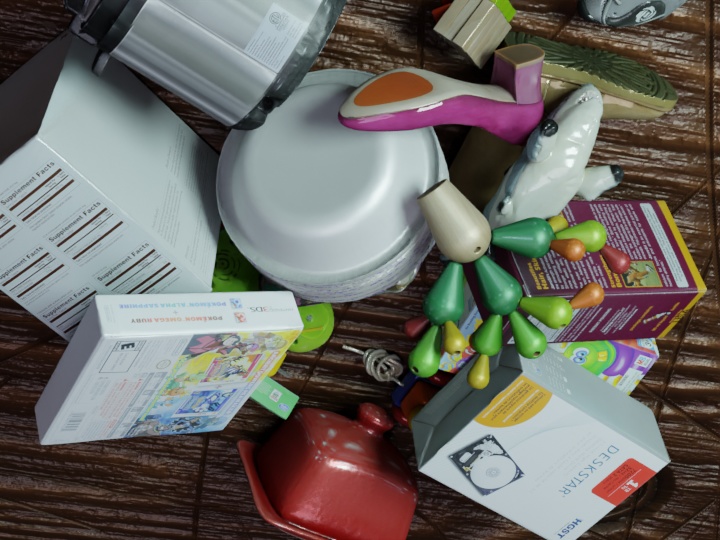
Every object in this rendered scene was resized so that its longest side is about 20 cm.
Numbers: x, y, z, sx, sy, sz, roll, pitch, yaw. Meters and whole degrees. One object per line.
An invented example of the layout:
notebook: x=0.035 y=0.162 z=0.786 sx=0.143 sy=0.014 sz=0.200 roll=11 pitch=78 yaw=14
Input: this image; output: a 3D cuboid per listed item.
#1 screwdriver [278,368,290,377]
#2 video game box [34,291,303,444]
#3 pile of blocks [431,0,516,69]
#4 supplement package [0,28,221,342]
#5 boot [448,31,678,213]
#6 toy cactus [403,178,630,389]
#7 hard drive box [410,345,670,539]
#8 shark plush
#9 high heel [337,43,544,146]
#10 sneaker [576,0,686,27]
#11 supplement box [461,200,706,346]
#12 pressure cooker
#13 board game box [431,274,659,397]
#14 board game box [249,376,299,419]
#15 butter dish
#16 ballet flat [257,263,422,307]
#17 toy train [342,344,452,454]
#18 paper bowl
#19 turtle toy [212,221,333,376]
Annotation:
screwdriver: x=-0.152 y=0.066 z=1.303 sx=0.200 sy=0.028 sz=0.029 roll=41 pitch=88 yaw=-25
video game box: x=-0.171 y=0.086 z=1.087 sx=0.182 sy=0.047 sz=0.200 roll=2 pitch=147 yaw=-31
pile of blocks: x=0.115 y=-0.271 z=1.035 sx=0.062 sy=0.082 sz=0.200 roll=38 pitch=118 yaw=23
supplement package: x=-0.241 y=-0.067 z=1.093 sx=0.147 sy=0.192 sz=0.200 roll=-32 pitch=122 yaw=23
boot: x=0.177 y=-0.111 z=1.154 sx=0.175 sy=0.066 sz=0.200 roll=17 pitch=127 yaw=0
toy cactus: x=0.107 y=-0.002 z=1.024 sx=0.200 sy=0.102 sz=0.165 roll=-34 pitch=98 yaw=8
hard drive box: x=0.176 y=0.167 z=1.224 sx=0.200 sy=0.077 sz=0.156 roll=30 pitch=118 yaw=-24
shark plush: x=0.150 y=-0.069 z=1.085 sx=0.091 sy=0.083 sz=0.200 roll=18 pitch=123 yaw=-20
high heel: x=0.071 y=-0.122 z=1.034 sx=0.199 sy=0.067 sz=0.096 roll=-15 pitch=131 yaw=-21
sneaker: x=0.206 y=-0.256 z=1.016 sx=0.200 sy=0.075 sz=0.115 roll=21 pitch=132 yaw=-34
supplement box: x=0.207 y=0.001 z=1.167 sx=0.199 sy=0.111 sz=0.086 roll=-1 pitch=145 yaw=-24
pressure cooker: x=-0.126 y=-0.229 z=0.972 sx=0.200 sy=0.176 sz=0.179 roll=29 pitch=151 yaw=-20
board game box: x=0.184 y=0.058 z=1.259 sx=0.199 sy=0.105 sz=0.103 roll=18 pitch=127 yaw=-15
board game box: x=-0.169 y=0.077 z=1.255 sx=0.200 sy=0.134 sz=0.029 roll=37 pitch=80 yaw=-27
butter dish: x=-0.014 y=0.213 z=1.354 sx=0.200 sy=0.199 sz=0.148 roll=26 pitch=100 yaw=-20
ballet flat: x=0.000 y=0.000 z=1.172 sx=0.199 sy=0.071 sz=0.069 roll=-13 pitch=109 yaw=-33
toy train: x=0.067 y=0.156 z=1.325 sx=0.200 sy=0.116 sz=0.085 roll=24 pitch=120 yaw=-20
paper bowl: x=-0.028 y=-0.080 z=1.071 sx=0.200 sy=0.201 sz=0.104 roll=-12 pitch=162 yaw=8
turtle toy: x=-0.095 y=0.023 z=1.218 sx=0.200 sy=0.101 sz=0.146 roll=36 pitch=80 yaw=-37
